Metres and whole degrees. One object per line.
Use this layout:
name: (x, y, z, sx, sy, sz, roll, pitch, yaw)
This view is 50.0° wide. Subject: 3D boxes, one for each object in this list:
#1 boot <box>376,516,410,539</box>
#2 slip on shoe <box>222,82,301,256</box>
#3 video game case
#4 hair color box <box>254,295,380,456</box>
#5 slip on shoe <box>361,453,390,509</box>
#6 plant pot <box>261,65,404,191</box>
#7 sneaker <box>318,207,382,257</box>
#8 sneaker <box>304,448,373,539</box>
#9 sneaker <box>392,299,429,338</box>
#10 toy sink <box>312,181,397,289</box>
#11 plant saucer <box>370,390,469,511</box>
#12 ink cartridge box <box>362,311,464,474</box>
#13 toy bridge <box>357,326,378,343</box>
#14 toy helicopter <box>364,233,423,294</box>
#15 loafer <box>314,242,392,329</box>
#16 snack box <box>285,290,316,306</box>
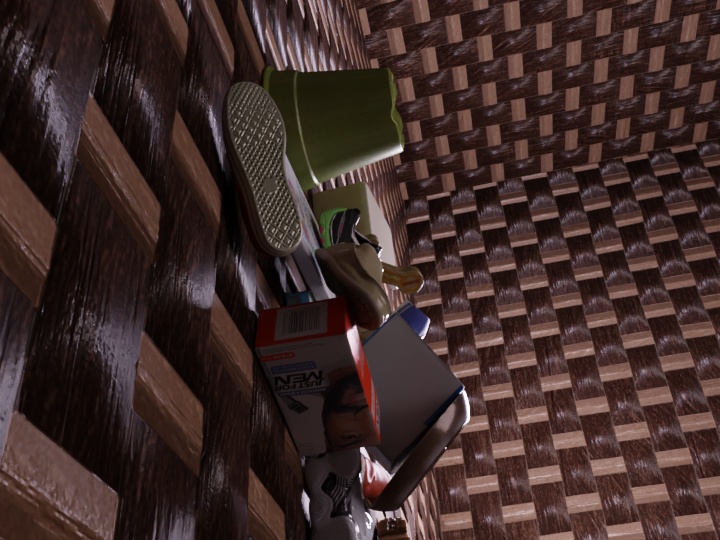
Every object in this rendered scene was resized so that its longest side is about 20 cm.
boot: (0.062, 0.536, 1.405, 0.200, 0.073, 0.111, -15, 100, -84)
slip on shoe: (-0.115, -0.111, 0.861, 0.061, 0.072, 0.205, -29, -106, 60)
video game case: (-0.081, -0.058, 1.064, 0.202, 0.023, 0.185, 66, 7, -45)
hair color box: (-0.046, 0.132, 0.924, 0.065, 0.108, 0.203, -91, 168, -48)
slip on shoe: (0.024, 0.367, 1.349, 0.201, 0.059, 0.076, 68, 16, -55)
plant pot: (-0.033, -0.226, 1.169, 0.200, 0.185, 0.206, -11, 90, -82)
sneaker: (0.000, 0.000, 1.157, 0.077, 0.082, 0.204, -100, 171, -65)
sneaker: (-0.027, 0.298, 1.015, 0.115, 0.073, 0.205, 68, 19, -64)
sneaker: (0.063, 0.164, 1.406, 0.080, 0.201, 0.115, 33, 8, -15)
toy sink: (-0.011, -0.048, 1.413, 0.200, 0.109, 0.134, 54, 27, -63)
plant saucer: (0.088, 0.250, 1.039, 0.032, 0.201, 0.200, 38, -3, 15)
ink cartridge box: (0.047, 0.187, 1.126, 0.145, 0.147, 0.201, 45, -12, 15)
toy bridge: (-0.020, 0.109, 1.265, 0.200, 0.065, 0.028, 177, -96, -77)
toy helicopter: (0.011, 0.006, 1.273, 0.079, 0.195, 0.135, -112, -138, -61)
loafer: (-0.002, 0.005, 0.936, 0.077, 0.067, 0.200, 66, -9, -26)
snack box: (-0.061, 0.095, 1.121, 0.200, 0.036, 0.120, 32, 48, -80)
